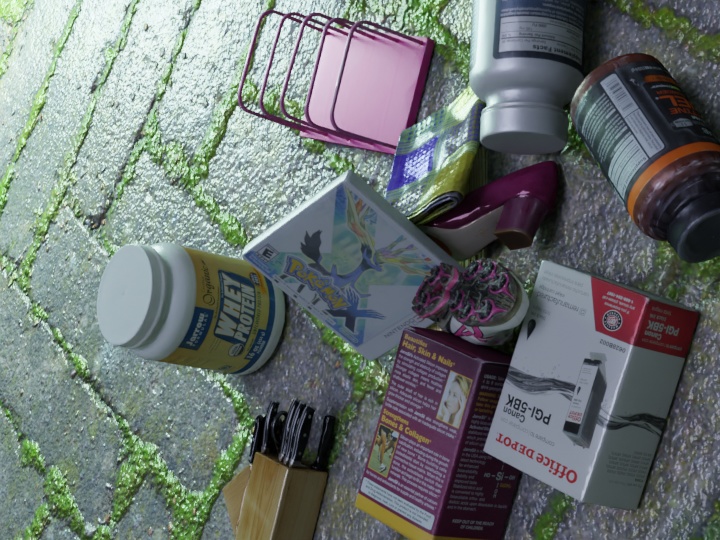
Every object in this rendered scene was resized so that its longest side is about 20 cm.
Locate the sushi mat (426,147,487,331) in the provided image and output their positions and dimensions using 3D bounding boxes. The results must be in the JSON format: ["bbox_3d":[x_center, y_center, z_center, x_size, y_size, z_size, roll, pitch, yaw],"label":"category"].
[{"bbox_3d":[0.104,-0.031,1.715,0.095,0.012,0.202,-13,71,47],"label":"sushi mat"}]

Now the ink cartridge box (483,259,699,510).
[{"bbox_3d":[0.217,0.108,1.489,0.146,0.082,0.202,22,96,49],"label":"ink cartridge box"}]

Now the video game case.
[{"bbox_3d":[0.000,0.000,1.679,0.182,0.200,0.022,-33,26,39],"label":"video game case"}]

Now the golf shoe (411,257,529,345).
[{"bbox_3d":[0.129,0.036,1.566,0.073,0.092,0.200,-61,17,-8],"label":"golf shoe"}]

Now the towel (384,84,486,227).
[{"bbox_3d":[0.076,-0.117,1.697,0.143,0.023,0.201,-31,31,42],"label":"towel"}]

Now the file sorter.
[{"bbox_3d":[-0.035,-0.228,1.846,0.199,0.125,0.141,16,92,50],"label":"file sorter"}]

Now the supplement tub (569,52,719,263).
[{"bbox_3d":[0.281,-0.102,1.453,0.107,0.106,0.201,-50,48,29],"label":"supplement tub"}]

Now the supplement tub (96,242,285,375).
[{"bbox_3d":[-0.208,0.046,1.919,0.144,0.199,0.146,-16,69,46],"label":"supplement tub"}]

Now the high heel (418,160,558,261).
[{"bbox_3d":[0.126,-0.066,1.665,0.199,0.067,0.097,1,55,43],"label":"high heel"}]

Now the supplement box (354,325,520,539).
[{"bbox_3d":[0.092,0.175,1.605,0.130,0.103,0.202,23,98,50],"label":"supplement box"}]

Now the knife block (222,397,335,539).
[{"bbox_3d":[-0.080,0.257,1.818,0.175,0.064,0.201,-43,50,35],"label":"knife block"}]

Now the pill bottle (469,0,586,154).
[{"bbox_3d":[0.172,-0.228,1.605,0.119,0.119,0.202,-8,74,48],"label":"pill bottle"}]
